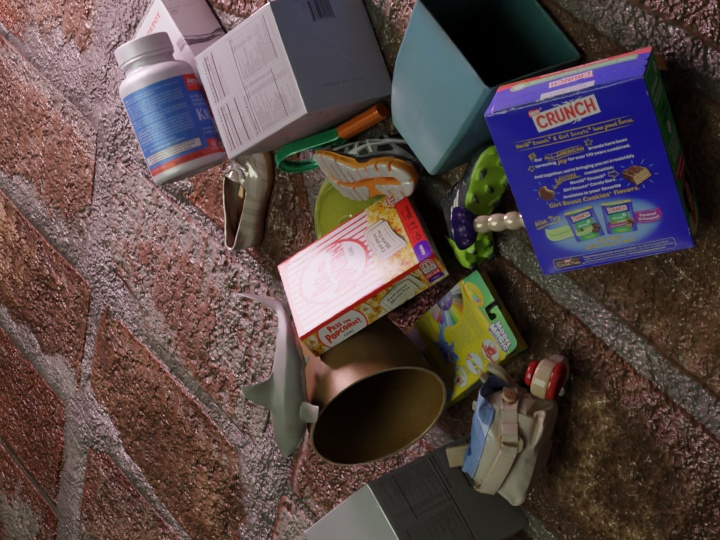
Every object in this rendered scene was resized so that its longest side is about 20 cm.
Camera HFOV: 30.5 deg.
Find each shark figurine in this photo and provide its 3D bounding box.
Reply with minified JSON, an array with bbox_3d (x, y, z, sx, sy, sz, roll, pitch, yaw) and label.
[{"bbox_3d":[-0.109,0.124,1.638,0.128,0.089,0.215,147,118,-70],"label":"shark figurine"}]

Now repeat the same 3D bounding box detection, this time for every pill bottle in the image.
[{"bbox_3d":[-0.276,-0.231,1.878,0.112,0.112,0.201,-18,94,52],"label":"pill bottle"}]

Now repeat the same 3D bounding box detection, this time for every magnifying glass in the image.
[{"bbox_3d":[-0.038,-0.176,1.783,0.200,0.079,0.022,-27,67,41],"label":"magnifying glass"}]

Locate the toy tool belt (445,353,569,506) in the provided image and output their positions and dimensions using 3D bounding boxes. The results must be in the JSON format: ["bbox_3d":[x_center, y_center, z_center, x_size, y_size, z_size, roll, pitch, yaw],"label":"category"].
[{"bbox_3d":[0.171,0.180,1.610,0.123,0.125,0.201,20,122,19],"label":"toy tool belt"}]

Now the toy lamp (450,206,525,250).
[{"bbox_3d":[0.203,-0.060,1.486,0.199,0.058,0.058,-9,99,22],"label":"toy lamp"}]

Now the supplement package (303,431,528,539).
[{"bbox_3d":[0.072,0.341,1.748,0.147,0.200,0.191,60,141,13],"label":"supplement package"}]

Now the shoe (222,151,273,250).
[{"bbox_3d":[-0.173,-0.119,1.977,0.070,0.053,0.201,32,127,39],"label":"shoe"}]

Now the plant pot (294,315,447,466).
[{"bbox_3d":[-0.012,0.120,1.730,0.200,0.186,0.187,61,144,39],"label":"plant pot"}]

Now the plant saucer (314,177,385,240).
[{"bbox_3d":[-0.003,-0.052,1.817,0.200,0.031,0.201,23,121,45],"label":"plant saucer"}]

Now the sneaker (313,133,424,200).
[{"bbox_3d":[0.017,-0.141,1.720,0.200,0.077,0.078,11,146,47],"label":"sneaker"}]

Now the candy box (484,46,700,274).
[{"bbox_3d":[0.242,-0.109,1.360,0.169,0.077,0.200,-11,120,24],"label":"candy box"}]

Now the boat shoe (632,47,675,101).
[{"bbox_3d":[0.264,-0.152,1.417,0.200,0.074,0.062,-50,60,42],"label":"boat shoe"}]

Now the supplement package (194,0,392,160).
[{"bbox_3d":[-0.090,-0.257,1.740,0.200,0.151,0.151,-22,87,52],"label":"supplement package"}]

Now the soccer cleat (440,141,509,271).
[{"bbox_3d":[0.132,-0.085,1.590,0.081,0.067,0.200,51,152,33],"label":"soccer cleat"}]

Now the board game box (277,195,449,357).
[{"bbox_3d":[0.000,0.000,1.679,0.046,0.200,0.152,50,-168,-39],"label":"board game box"}]

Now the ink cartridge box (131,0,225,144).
[{"bbox_3d":[-0.252,-0.297,1.976,0.200,0.083,0.147,60,141,14],"label":"ink cartridge box"}]

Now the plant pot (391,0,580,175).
[{"bbox_3d":[0.124,-0.212,1.516,0.142,0.141,0.200,55,147,20],"label":"plant pot"}]

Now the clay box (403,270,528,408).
[{"bbox_3d":[0.135,0.087,1.689,0.200,0.047,0.115,-45,68,49],"label":"clay box"}]
